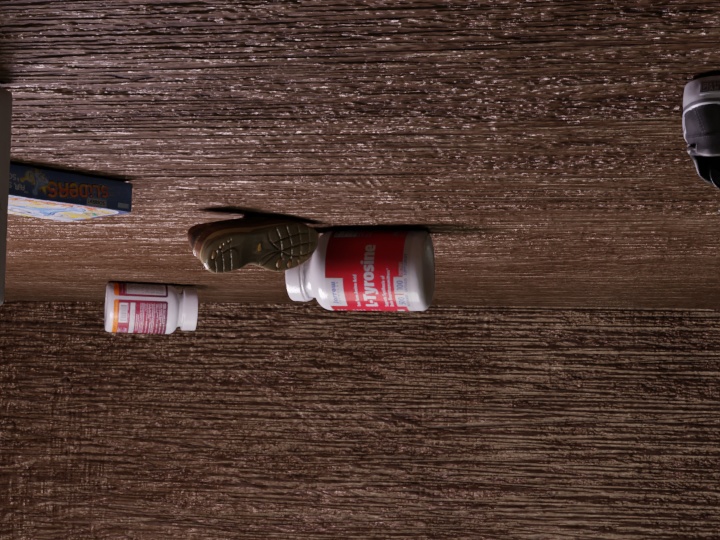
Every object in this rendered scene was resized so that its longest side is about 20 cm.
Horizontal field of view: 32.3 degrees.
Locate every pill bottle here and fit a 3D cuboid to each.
[{"bbox_3d":[-0.463,0.084,2.755,0.197,0.111,0.109,3,174,-15],"label":"pill bottle"},{"bbox_3d":[0.000,0.000,1.750,0.197,0.114,0.112,0,174,15],"label":"pill bottle"}]

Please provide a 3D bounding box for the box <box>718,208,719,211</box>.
[{"bbox_3d":[0.532,-0.050,1.453,0.198,0.048,0.122,-3,173,30],"label":"box"}]

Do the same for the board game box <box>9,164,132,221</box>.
[{"bbox_3d":[-0.369,-0.086,1.359,0.199,0.035,0.134,7,173,-44],"label":"board game box"}]

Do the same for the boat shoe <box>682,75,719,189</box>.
[{"bbox_3d":[0.281,-0.094,0.950,0.069,0.067,0.200,0,174,16],"label":"boat shoe"}]

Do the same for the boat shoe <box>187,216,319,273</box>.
[{"bbox_3d":[-0.140,-0.043,1.647,0.199,0.073,0.067,-4,-147,-44],"label":"boat shoe"}]

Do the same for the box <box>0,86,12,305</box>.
[{"bbox_3d":[-0.383,-0.063,0.880,0.196,0.174,0.200,0,175,15],"label":"box"}]
